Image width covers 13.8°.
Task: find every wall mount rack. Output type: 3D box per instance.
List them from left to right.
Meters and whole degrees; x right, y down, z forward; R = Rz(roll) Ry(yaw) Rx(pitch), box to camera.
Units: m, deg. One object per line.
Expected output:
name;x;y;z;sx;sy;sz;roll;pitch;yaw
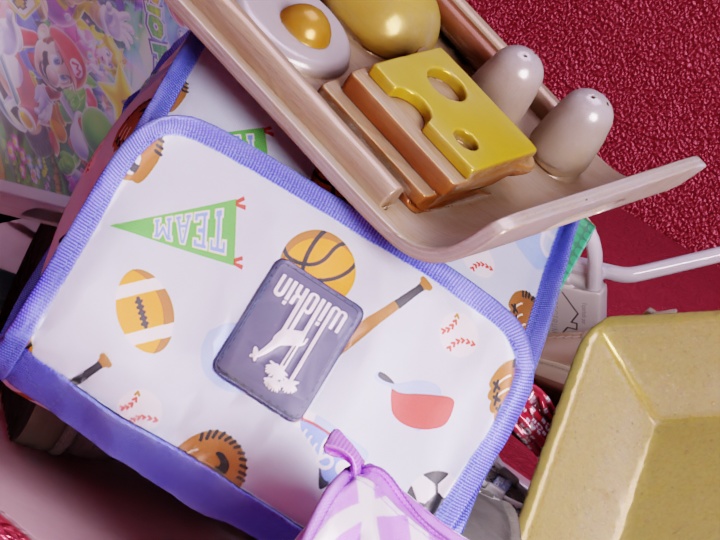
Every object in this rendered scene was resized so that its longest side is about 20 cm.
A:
wall mount rack;0.122;0.027;1.420;0.173;0.200;0.075;14;43;19

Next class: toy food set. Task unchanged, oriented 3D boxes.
toy food set;0.019;-0.091;1.040;0.200;0.060;0.143;48;33;16

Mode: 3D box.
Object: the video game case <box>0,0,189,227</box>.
video game case;-0.108;-0.082;1.143;0.200;0.018;0.144;14;59;-56

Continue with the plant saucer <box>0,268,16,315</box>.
plant saucer;-0.135;0.021;1.243;0.200;0.019;0.070;21;11;-43

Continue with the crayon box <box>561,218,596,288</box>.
crayon box;0.000;0.000;1.273;0.119;0.058;0.200;36;-30;-9

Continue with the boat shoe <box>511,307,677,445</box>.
boat shoe;0.133;0.054;1.341;0.200;0.065;0.072;6;-41;47

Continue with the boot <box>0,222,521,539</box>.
boot;-0.040;0.056;1.146;0.200;0.073;0.182;19;25;-17

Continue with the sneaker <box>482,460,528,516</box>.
sneaker;0.019;0.071;1.218;0.200;0.082;0.075;29;8;0

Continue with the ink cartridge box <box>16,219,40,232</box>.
ink cartridge box;-0.053;-0.011;1.490;0.200;0.086;0.148;30;9;21

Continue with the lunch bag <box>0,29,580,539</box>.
lunch bag;-0.024;0.008;1.043;0.170;0.124;0.200;32;42;-6

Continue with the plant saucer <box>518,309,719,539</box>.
plant saucer;0.164;0.095;1.146;0.199;0.200;0.049;-5;-52;26

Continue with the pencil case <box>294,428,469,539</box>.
pencil case;0.059;0.135;0.930;0.200;0.086;0.084;28;16;0

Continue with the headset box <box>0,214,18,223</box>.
headset box;-0.171;-0.089;1.245;0.174;0.093;0.200;-12;-16;32

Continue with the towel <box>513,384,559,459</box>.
towel;0.117;0.110;1.296;0.200;0.022;0.145;47;0;-11
